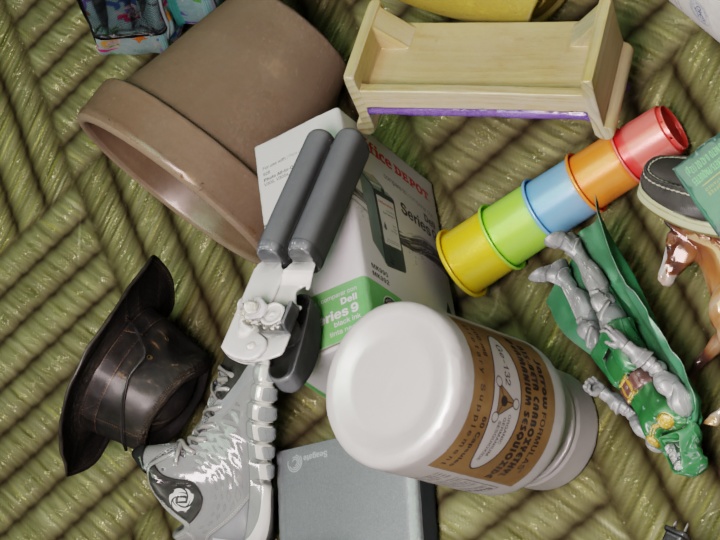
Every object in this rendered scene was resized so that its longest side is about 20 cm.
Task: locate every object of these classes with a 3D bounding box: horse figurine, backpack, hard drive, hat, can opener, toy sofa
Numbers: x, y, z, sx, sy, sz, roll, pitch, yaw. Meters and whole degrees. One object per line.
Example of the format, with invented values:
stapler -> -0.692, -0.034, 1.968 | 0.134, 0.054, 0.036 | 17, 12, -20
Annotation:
horse figurine -> 0.282, 0.047, 1.284 | 0.199, 0.050, 0.133 | 13, 92, 43
backpack -> -0.187, -0.281, 1.669 | 0.149, 0.200, 0.179 | 2, 71, -4
hard drive -> -0.001, 0.226, 1.473 | 0.139, 0.033, 0.201 | -17, 67, 35
hat -> -0.173, 0.090, 1.581 | 0.080, 0.201, 0.202 | 20, 91, 10
can opener -> -0.043, -0.011, 1.348 | 0.052, 0.067, 0.201 | 1, 58, 31
toy sofa -> 0.096, -0.139, 1.412 | 0.199, 0.098, 0.083 | 3, 55, 22

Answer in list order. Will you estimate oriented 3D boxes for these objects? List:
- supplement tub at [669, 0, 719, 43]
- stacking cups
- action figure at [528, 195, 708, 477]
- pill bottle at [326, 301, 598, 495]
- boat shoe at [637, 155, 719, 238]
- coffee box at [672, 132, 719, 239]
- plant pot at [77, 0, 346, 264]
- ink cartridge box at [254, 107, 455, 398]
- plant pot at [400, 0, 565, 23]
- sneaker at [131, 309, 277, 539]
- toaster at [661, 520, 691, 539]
supplement tub -> 0.273, -0.220, 1.313 | 0.132, 0.132, 0.200 | -52, 52, 16
stacking cups -> 0.147, -0.056, 1.412 | 0.200, 0.060, 0.061 | -36, 58, 27
action figure -> 0.186, 0.061, 1.336 | 0.201, 0.054, 0.118 | 59, 153, 31
pill bottle -> 0.078, 0.096, 1.335 | 0.114, 0.200, 0.115 | -12, 70, 36
boat shoe -> 0.278, -0.056, 1.289 | 0.200, 0.072, 0.066 | 19, 130, 35
coffee box -> 0.302, -0.020, 1.202 | 0.123, 0.044, 0.201 | -38, 69, 19
plant pot -> -0.102, -0.130, 1.573 | 0.200, 0.200, 0.175 | 31, 79, 40
ink cartridge box -> 0.000, 0.000, 1.442 | 0.084, 0.146, 0.201 | -24, 55, 23
plant pot -> 0.103, -0.265, 1.445 | 0.142, 0.200, 0.201 | 38, 104, 11
sneaker -> -0.125, 0.123, 1.526 | 0.115, 0.075, 0.202 | 1, 88, -5
toaster -> 0.238, 0.270, 1.217 | 0.129, 0.113, 0.201 | 7, 80, 36
